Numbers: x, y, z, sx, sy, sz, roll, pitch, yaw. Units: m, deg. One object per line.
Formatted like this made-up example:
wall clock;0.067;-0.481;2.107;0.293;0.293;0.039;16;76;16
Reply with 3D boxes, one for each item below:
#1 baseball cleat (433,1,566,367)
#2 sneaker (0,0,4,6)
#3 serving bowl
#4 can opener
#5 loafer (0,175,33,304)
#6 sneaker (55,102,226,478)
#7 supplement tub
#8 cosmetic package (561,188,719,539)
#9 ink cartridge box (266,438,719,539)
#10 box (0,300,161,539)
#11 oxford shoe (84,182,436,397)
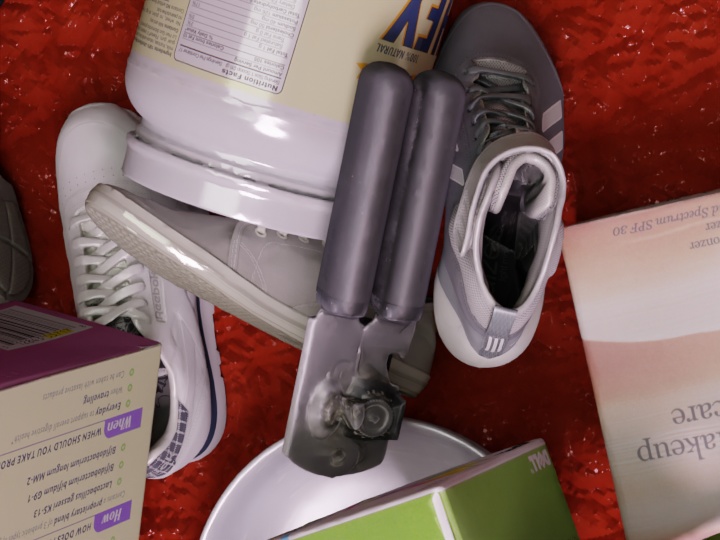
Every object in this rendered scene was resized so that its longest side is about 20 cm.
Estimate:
baseball cleat;0.073;-0.057;0.878;0.070;0.106;0.200;5;64;-9
sneaker;-0.164;-0.226;0.974;0.114;0.076;0.200;14;92;19
serving bowl;0.016;0.170;0.959;0.200;0.066;0.201;1;93;14
can opener;0.000;0.000;0.876;0.053;0.067;0.201;6;103;-22
loafer;-0.234;-0.071;1.007;0.063;0.072;0.201;-13;93;22
sneaker;-0.119;0.008;0.976;0.076;0.080;0.201;-16;88;16
supplement tub;-0.031;-0.127;0.911;0.145;0.145;0.200;19;98;12
cosmetic package;0.167;0.064;0.903;0.103;0.087;0.201;-14;90;13
ink cartridge box;0.071;0.116;0.818;0.200;0.148;0.076;-23;84;22
box;-0.191;0.131;0.882;0.096;0.176;0.201;13;104;26
oxford shoe;-0.045;-0.001;0.938;0.200;0.075;0.058;27;84;-17
